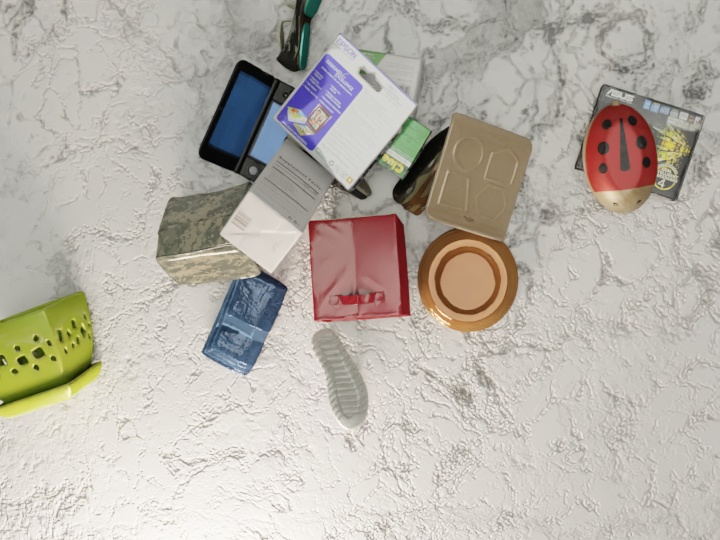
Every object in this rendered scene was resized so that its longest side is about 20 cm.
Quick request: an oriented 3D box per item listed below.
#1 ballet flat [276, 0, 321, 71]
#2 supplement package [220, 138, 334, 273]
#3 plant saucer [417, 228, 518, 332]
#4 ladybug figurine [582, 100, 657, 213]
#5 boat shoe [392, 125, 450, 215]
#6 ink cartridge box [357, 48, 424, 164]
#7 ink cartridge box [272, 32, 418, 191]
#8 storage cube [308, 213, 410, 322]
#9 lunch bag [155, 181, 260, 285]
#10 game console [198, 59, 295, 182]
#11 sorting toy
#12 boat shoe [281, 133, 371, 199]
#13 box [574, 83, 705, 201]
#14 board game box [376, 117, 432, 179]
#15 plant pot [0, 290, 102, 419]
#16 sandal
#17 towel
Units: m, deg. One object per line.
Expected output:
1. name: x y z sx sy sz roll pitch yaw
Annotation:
1. ballet flat: -0.120 -0.487 1.719 0.067 0.068 0.205 17 95 14
2. supplement package: -0.148 -0.120 1.627 0.119 0.201 0.121 36 127 -8
3. plant saucer: 0.207 0.018 1.726 0.195 0.037 0.206 0 94 6
4. ladybug figurine: 0.470 -0.205 1.615 0.132 0.072 0.205 -10 92 10
5. boat shoe: 0.145 -0.192 1.708 0.074 0.076 0.201 42 89 -25
6. ink cartridge box: 0.035 -0.305 1.701 0.143 0.084 0.205 11 96 7
7. ink cartridge box: -0.026 -0.286 1.623 0.198 0.043 0.201 43 103 3
8. storage cube: 0.000 0.000 1.673 0.167 0.200 0.185 -4 87 7
9. lunch bag: -0.282 -0.079 1.722 0.195 0.140 0.171 -8 63 13
10. game console: -0.187 -0.269 1.714 0.168 0.118 0.203 27 97 5
11. sorting toy: 0.220 -0.174 1.684 0.182 0.036 0.205 14 93 -24
12. boat shoe: -0.069 -0.191 1.727 0.198 0.073 0.063 35 113 -10
13. box: 0.517 -0.237 1.666 0.196 0.049 0.165 20 94 7
14. board game box: 0.024 -0.266 1.651 0.198 0.023 0.106 35 97 5
15. plant pot: -0.633 0.170 1.760 0.196 0.199 0.185 -17 97 7
16. sandal: -0.037 0.212 1.764 0.081 0.050 0.207 -18 79 -7
17. towel: -0.229 0.099 1.777 0.110 0.049 0.203 26 96 4
